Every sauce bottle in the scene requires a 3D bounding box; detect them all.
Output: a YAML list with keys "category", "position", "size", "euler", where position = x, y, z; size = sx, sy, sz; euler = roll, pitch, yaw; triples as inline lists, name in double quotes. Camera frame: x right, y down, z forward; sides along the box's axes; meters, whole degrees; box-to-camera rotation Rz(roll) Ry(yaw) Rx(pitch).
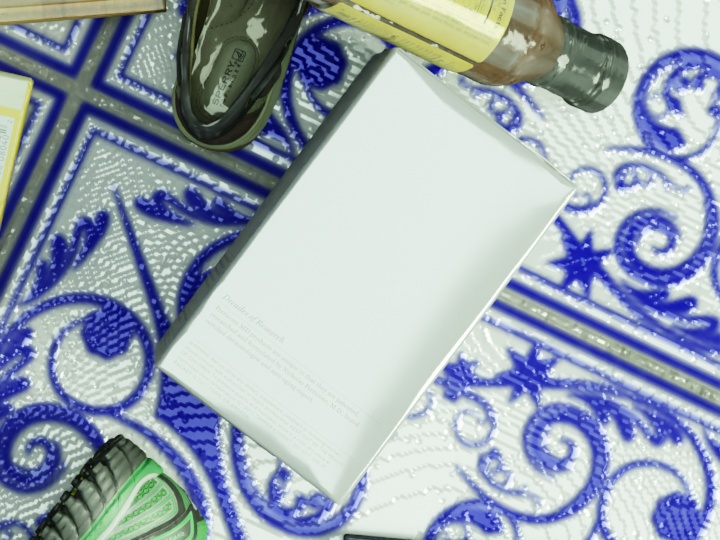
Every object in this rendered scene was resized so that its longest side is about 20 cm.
- category: "sauce bottle"
  position: [0.051, -0.131, 1.373]
  size: [0.200, 0.065, 0.065]
  euler: [24, 91, -35]

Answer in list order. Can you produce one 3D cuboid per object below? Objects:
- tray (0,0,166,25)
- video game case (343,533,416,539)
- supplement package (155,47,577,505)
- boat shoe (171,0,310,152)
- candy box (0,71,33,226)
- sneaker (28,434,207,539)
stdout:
- category: "tray"
  position: [-0.158, -0.231, 1.419]
  size: [0.098, 0.037, 0.201]
  euler: [-5, 94, -4]
- category: "video game case"
  position: [0.051, 0.248, 1.467]
  size: [0.142, 0.019, 0.201]
  euler: [6, 93, -5]
- category: "supplement package"
  position: [0.000, 0.000, 1.399]
  size: [0.120, 0.121, 0.200]
  euler: [37, 90, -5]
- category: "boat shoe"
  position: [-0.049, -0.159, 1.415]
  size: [0.073, 0.065, 0.201]
  euler: [13, 91, -3]
- category: "candy box"
  position: [-0.242, -0.014, 1.428]
  size: [0.102, 0.026, 0.201]
  euler: [13, 91, -2]
- category: "sneaker"
  position: [-0.156, 0.188, 1.418]
  size: [0.085, 0.078, 0.200]
  euler: [38, 89, -6]
